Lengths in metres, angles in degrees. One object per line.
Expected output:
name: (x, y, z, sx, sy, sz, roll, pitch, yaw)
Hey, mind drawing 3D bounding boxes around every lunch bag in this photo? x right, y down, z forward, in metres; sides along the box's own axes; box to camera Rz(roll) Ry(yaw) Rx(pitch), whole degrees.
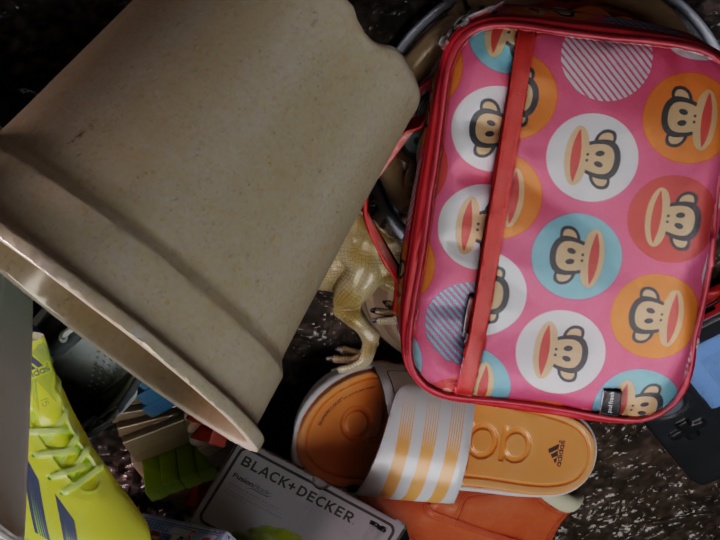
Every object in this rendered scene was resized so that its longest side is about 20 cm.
lunch bag: (0.089, -0.032, 1.039, 0.175, 0.082, 0.201, 8, 103, -1)

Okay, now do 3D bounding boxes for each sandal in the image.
sandal: (0.061, 0.099, 1.237, 0.205, 0.059, 0.080, 6, 92, -24)

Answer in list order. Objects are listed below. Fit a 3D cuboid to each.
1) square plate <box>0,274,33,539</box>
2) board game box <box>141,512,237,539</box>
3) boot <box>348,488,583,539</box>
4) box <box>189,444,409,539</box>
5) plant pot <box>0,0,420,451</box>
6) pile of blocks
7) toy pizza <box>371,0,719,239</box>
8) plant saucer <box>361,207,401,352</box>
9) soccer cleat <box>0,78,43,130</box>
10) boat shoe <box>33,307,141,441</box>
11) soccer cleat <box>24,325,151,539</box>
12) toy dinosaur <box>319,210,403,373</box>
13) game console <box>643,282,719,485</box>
square plate: (-0.228, 0.010, 1.007, 0.028, 0.201, 0.198, -25, 136, 20)
board game box: (-0.080, 0.209, 1.223, 0.200, 0.062, 0.200, 37, 162, -10)
boot: (0.054, 0.131, 1.308, 0.107, 0.075, 0.200, -46, 129, 14)
box: (-0.025, 0.184, 1.261, 0.116, 0.060, 0.200, 27, 160, 17)
plant pot: (-0.074, -0.049, 0.975, 0.184, 0.200, 0.200, -53, 133, -9)
pile of blocks: (-0.103, 0.087, 1.219, 0.082, 0.062, 0.201, -5, 136, -9)
toy pizza: (0.101, -0.067, 1.099, 0.199, 0.032, 0.201, -3, 124, -4)
plant saucer: (0.095, -0.002, 1.201, 0.199, 0.030, 0.201, -6, 136, -6)
soccer cleat: (-0.175, -0.069, 1.046, 0.081, 0.068, 0.200, -40, 135, 5)
boat shoe: (-0.167, 0.065, 1.181, 0.075, 0.061, 0.200, 11, 131, -23)
soccer cleat: (-0.180, 0.079, 1.119, 0.200, 0.065, 0.084, 48, 122, 5)
toy dinosaur: (0.000, 0.000, 1.106, 0.199, 0.058, 0.102, 5, 133, 12)
game console: (0.268, 0.055, 1.299, 0.199, 0.031, 0.177, -27, 136, 15)
